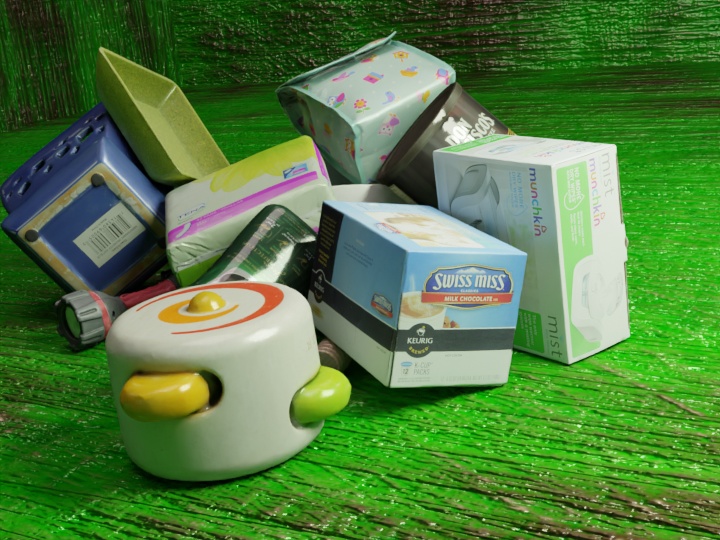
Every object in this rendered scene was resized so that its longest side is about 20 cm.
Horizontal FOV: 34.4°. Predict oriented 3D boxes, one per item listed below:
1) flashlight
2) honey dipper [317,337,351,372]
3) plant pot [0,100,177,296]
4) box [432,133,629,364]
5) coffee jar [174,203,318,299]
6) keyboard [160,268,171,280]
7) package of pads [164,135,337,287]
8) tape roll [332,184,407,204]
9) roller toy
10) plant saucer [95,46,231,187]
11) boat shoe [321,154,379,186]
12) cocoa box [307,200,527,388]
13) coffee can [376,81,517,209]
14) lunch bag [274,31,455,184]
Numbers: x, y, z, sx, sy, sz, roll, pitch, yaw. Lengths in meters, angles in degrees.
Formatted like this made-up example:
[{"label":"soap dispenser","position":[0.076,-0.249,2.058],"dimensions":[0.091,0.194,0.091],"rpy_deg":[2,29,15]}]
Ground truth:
[{"label":"flashlight","position":[-0.265,0.035,1.394],"dimensions":[0.200,0.068,0.068],"rpy_deg":[-21,20,-38]},{"label":"honey dipper","position":[-0.012,0.069,1.221],"dimensions":[0.038,0.038,0.200],"rpy_deg":[-2,15,16]},{"label":"plant pot","position":[-0.325,-0.072,1.472],"dimensions":[0.200,0.200,0.180],"rpy_deg":[-39,23,6]},{"label":"box","position":[0.174,-0.028,1.178],"dimensions":[0.096,0.201,0.176],"rpy_deg":[-18,20,-32]},{"label":"coffee jar","position":[-0.122,0.028,1.193],"dimensions":[0.200,0.104,0.085],"rpy_deg":[-46,-4,-33]},{"label":"keyboard","position":[-0.210,-0.006,1.600],"dimensions":[0.126,0.021,0.200],"rpy_deg":[-2,16,16]},{"label":"package of pads","position":[-0.129,-0.072,1.342],"dimensions":[0.199,0.068,0.155],"rpy_deg":[-22,29,2]},{"label":"tape roll","position":[-0.005,-0.060,1.487],"dimensions":[0.201,0.071,0.202],"rpy_deg":[-3,-5,0]},{"label":"roller toy","position":[-0.128,0.087,1.018],"dimensions":[0.199,0.140,0.182],"rpy_deg":[-16,18,-26]},{"label":"plant saucer","position":[-0.250,-0.173,1.483],"dimensions":[0.048,0.200,0.200],"rpy_deg":[-37,-15,13]},{"label":"boat shoe","position":[0.011,-0.120,1.554],"dimensions":[0.201,0.075,0.086],"rpy_deg":[-9,-14,-11]},{"label":"cocoa box","position":[0.048,0.017,1.127],"dimensions":[0.133,0.132,0.200],"rpy_deg":[2,15,-26]},{"label":"coffee can","position":[0.140,-0.102,1.369],"dimensions":[0.147,0.200,0.146],"rpy_deg":[-50,9,11]},{"label":"lunch bag","position":[0.005,-0.221,1.495],"dimensions":[0.170,0.122,0.200],"rpy_deg":[-29,45,-20]}]
